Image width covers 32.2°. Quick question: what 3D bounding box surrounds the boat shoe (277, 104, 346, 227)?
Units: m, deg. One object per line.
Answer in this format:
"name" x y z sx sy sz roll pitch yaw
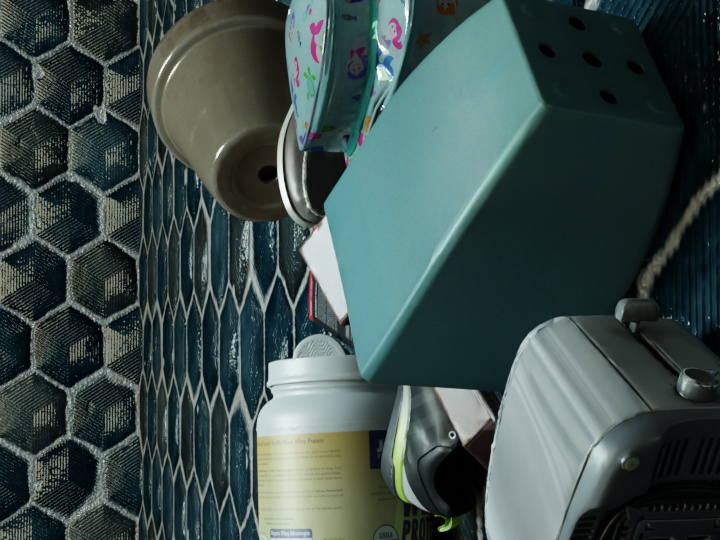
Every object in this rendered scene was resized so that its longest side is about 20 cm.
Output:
"boat shoe" -0.025 -0.138 1.144 0.059 0.071 0.203 -12 59 43

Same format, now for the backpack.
"backpack" 0.024 -0.180 0.916 0.200 0.148 0.180 123 145 -53

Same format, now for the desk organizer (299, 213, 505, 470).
"desk organizer" 0.042 0.035 0.829 0.077 0.071 0.201 -50 56 34

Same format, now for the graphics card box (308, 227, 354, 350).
"graphics card box" 0.000 0.000 1.137 0.200 0.050 0.128 -156 68 -73

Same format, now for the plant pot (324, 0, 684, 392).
"plant pot" 0.087 -0.047 0.717 0.201 0.139 0.143 121 147 -43

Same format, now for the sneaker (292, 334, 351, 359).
"sneaker" -0.010 0.158 1.164 0.116 0.073 0.203 33 -136 -86

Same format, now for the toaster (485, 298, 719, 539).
"toaster" 0.127 0.117 0.612 0.130 0.112 0.203 -112 26 -60

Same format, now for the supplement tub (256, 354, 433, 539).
"supplement tub" -0.013 0.174 1.014 0.144 0.142 0.203 154 115 -71

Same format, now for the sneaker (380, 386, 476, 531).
"sneaker" 0.072 0.092 0.909 0.082 0.071 0.203 26 118 45

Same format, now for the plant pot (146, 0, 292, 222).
"plant pot" -0.106 -0.145 1.240 0.176 0.197 0.202 -111 27 -50
